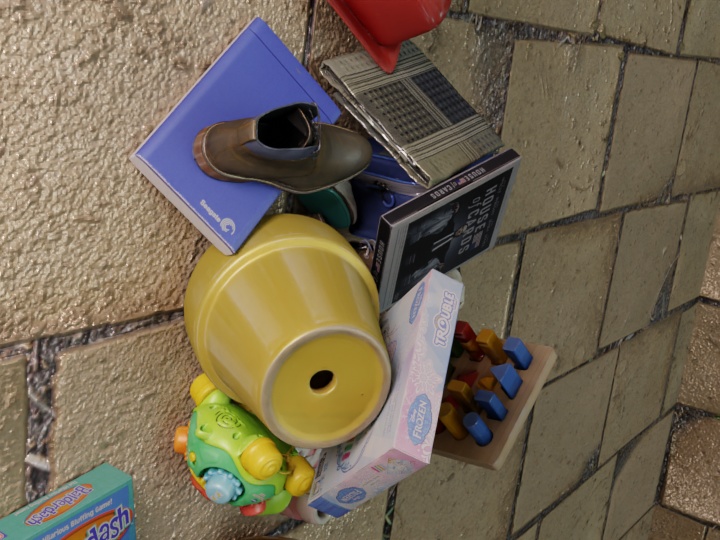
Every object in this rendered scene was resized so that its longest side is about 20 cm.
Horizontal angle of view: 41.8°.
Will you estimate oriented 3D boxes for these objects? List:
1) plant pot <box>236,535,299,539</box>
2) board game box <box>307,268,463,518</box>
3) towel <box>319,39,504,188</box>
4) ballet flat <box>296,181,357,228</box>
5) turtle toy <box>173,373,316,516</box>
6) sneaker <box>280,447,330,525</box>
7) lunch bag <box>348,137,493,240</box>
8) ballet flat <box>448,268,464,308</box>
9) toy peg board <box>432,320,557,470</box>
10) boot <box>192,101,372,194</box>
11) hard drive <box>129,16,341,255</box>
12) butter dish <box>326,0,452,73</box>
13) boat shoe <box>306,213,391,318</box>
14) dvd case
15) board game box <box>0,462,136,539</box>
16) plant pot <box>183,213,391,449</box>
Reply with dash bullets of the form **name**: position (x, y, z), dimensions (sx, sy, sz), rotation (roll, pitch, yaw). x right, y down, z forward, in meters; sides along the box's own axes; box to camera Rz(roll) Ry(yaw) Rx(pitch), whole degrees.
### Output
- **plant pot**: position (-0.110, 0.425, 1.113), dimensions (0.186, 0.185, 0.203), rotation (15, 79, -57)
- **board game box**: position (0.025, 0.129, 0.963), dimensions (0.199, 0.043, 0.202), rotation (-48, -158, 52)
- **towel**: position (0.060, -0.185, 1.097), dimensions (0.199, 0.193, 0.035), rotation (-29, 165, -51)
- **ballet flat**: position (-0.054, -0.115, 1.052), dimensions (0.200, 0.069, 0.070), rotation (39, 71, -52)
- **turtle toy**: position (-0.126, 0.209, 1.028), dimensions (0.101, 0.146, 0.200), rotation (-46, 143, -1)
- **sneaker**: position (-0.068, 0.219, 1.135), dimensions (0.075, 0.104, 0.202), rotation (-29, 126, -45)
- **lunch bag**: position (0.072, -0.113, 1.172), dimensions (0.199, 0.135, 0.134), rotation (-23, 123, -49)
- **ballet flat**: position (0.108, 0.045, 1.356), dimensions (0.200, 0.068, 0.069), rotation (-45, 139, -37)
- **toy peg board**: position (0.145, 0.160, 1.363), dimensions (0.098, 0.198, 0.201), rotation (50, 61, -34)
- **boot**: position (-0.050, -0.116, 0.898), dimensions (0.198, 0.097, 0.076), rotation (-6, 89, -36)
- **hard drive**: position (-0.116, -0.134, 0.929), dimensions (0.132, 0.025, 0.201), rotation (46, 61, -23)
- **butter dish**: position (0.056, -0.346, 1.012), dimensions (0.199, 0.146, 0.202), rotation (38, 59, -53)
- **boat shoe**: position (0.000, 0.000, 1.123), dimensions (0.072, 0.072, 0.201), rotation (-33, 123, 2)
- **dvd case**: position (0.093, -0.044, 1.075), dimensions (0.199, 0.025, 0.151), rotation (-28, 148, -29)
- **board game box**: position (-0.283, 0.308, 0.901), dimensions (0.152, 0.045, 0.202), rotation (-25, 123, -50)
- **plant pot**: position (-0.060, 0.069, 0.930), dimensions (0.198, 0.189, 0.203), rotation (-8, 116, -18)
